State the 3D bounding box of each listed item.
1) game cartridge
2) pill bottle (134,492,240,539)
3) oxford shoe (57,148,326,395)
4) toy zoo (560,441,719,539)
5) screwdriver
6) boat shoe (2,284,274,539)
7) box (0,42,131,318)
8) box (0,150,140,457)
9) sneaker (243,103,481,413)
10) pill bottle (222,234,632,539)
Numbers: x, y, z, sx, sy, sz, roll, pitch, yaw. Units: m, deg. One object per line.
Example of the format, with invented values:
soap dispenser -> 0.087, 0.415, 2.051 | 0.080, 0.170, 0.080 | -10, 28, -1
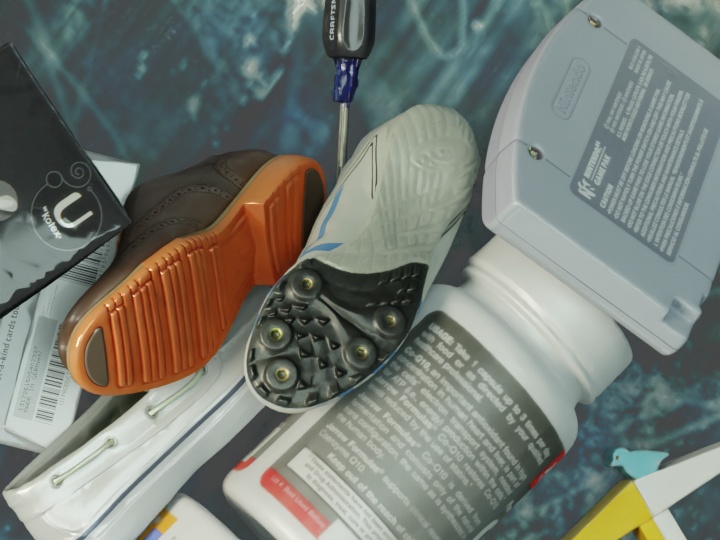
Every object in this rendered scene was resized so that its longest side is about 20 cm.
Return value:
game cartridge -> 0.134, -0.059, 1.395 | 0.133, 0.040, 0.200 | 38, 43, -10
pill bottle -> -0.121, 0.216, 1.344 | 0.200, 0.112, 0.112 | -45, 97, -10
oxford shoe -> -0.096, -0.001, 1.340 | 0.073, 0.200, 0.071 | 15, 122, 27
toy zoo -> 0.184, 0.181, 1.455 | 0.131, 0.020, 0.200 | -32, 94, -11
screwdriver -> -0.013, -0.072, 1.424 | 0.029, 0.028, 0.200 | 8, 90, 19
boat shoe -> -0.097, 0.062, 1.355 | 0.067, 0.074, 0.200 | 48, 61, -17
box -> -0.224, -0.003, 1.275 | 0.200, 0.122, 0.106 | -36, 95, -17
box -> -0.227, -0.004, 1.366 | 0.200, 0.041, 0.156 | 14, 85, -12
sneaker -> 0.000, 0.000, 1.368 | 0.072, 0.072, 0.200 | 34, 55, -2
pill bottle -> 0.037, 0.081, 1.381 | 0.200, 0.114, 0.114 | -43, 96, -10
